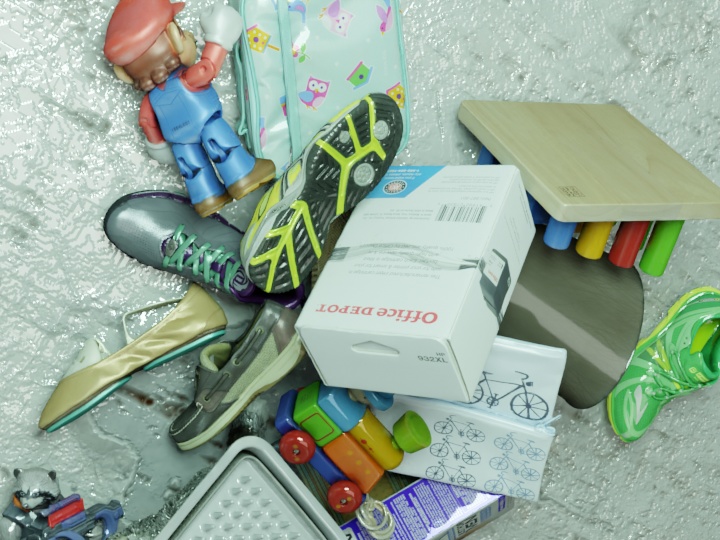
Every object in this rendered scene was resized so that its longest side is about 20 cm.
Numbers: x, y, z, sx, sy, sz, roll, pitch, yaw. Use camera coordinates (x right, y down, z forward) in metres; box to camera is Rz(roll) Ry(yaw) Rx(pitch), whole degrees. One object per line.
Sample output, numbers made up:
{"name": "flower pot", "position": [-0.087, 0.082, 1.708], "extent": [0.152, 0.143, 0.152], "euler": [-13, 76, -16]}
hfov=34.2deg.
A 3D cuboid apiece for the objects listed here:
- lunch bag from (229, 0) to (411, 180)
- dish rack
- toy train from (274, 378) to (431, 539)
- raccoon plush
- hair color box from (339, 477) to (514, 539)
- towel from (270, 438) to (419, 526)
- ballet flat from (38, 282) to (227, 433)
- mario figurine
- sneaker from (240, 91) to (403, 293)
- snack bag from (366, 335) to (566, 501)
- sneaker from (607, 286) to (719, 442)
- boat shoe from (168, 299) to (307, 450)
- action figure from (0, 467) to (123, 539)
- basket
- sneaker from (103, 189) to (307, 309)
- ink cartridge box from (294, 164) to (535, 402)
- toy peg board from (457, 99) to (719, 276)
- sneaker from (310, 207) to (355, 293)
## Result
{"name": "lunch bag", "position": [-0.040, -0.180, 1.061], "extent": [0.158, 0.077, 0.203], "euler": [-13, 111, -17]}
{"name": "dish rack", "position": [-0.110, 0.268, 1.034], "extent": [0.172, 0.043, 0.200], "euler": [51, 53, -14]}
{"name": "toy train", "position": [0.021, 0.176, 1.105], "extent": [0.115, 0.085, 0.200], "euler": [-33, 111, 22]}
{"name": "raccoon plush", "position": [-0.166, 0.221, 1.142], "extent": [0.132, 0.202, 0.097], "euler": [2, 142, 17]}
{"name": "hair color box", "position": [0.064, 0.262, 1.219], "extent": [0.198, 0.065, 0.110], "euler": [-28, 158, -5]}
{"name": "towel", "position": [0.005, 0.198, 1.236], "extent": [0.198, 0.022, 0.148], "euler": [-27, 115, -10]}
{"name": "ballet flat", "position": [-0.221, 0.077, 1.094], "extent": [0.199, 0.069, 0.064], "euler": [-30, 88, -13]}
{"name": "mario figurine", "position": [-0.144, -0.157, 1.019], "extent": [0.122, 0.106, 0.202], "euler": [-28, 99, -6]}
{"name": "sneaker", "position": [-0.042, -0.078, 1.023], "extent": [0.201, 0.076, 0.075], "euler": [-50, 124, -2]}
{"name": "snack bag", "position": [0.096, 0.131, 1.111], "extent": [0.186, 0.022, 0.202], "euler": [12, 128, 6]}
{"name": "sneaker", "position": [0.349, 0.107, 1.305], "extent": [0.074, 0.084, 0.201], "euler": [35, 93, -27]}
{"name": "boat shoe", "position": [-0.123, 0.094, 1.100], "extent": [0.066, 0.072, 0.200], "euler": [42, 121, -13]}
{"name": "action figure", "position": [-0.318, 0.275, 1.080], "extent": [0.199, 0.103, 0.196], "euler": [-4, 106, -64]}
{"name": "basket", "position": [0.164, 0.019, 1.172], "extent": [0.198, 0.182, 0.136], "euler": [27, 136, -19]}
{"name": "sneaker", "position": [-0.135, -0.016, 1.072], "extent": [0.198, 0.087, 0.075], "euler": [18, 100, -26]}
{"name": "ink cartridge box", "position": [0.052, 0.006, 1.012], "extent": [0.201, 0.143, 0.084], "euler": [-64, 144, -36]}
{"name": "toy peg board", "position": [0.212, -0.074, 1.130], "extent": [0.197, 0.200, 0.099], "euler": [-3, 124, -26]}
{"name": "sneaker", "position": [0.000, 0.000, 1.143], "extent": [0.108, 0.069, 0.203], "euler": [33, 61, -63]}
